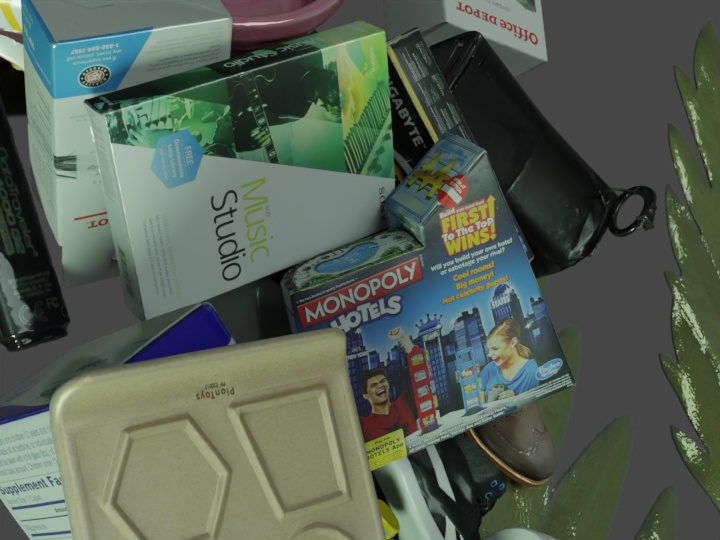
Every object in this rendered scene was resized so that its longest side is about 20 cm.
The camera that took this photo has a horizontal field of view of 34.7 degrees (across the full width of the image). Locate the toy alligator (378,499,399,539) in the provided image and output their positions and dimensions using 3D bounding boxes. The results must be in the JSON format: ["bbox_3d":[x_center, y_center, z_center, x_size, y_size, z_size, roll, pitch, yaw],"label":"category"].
[{"bbox_3d":[-0.034,0.166,0.861,0.200,0.059,0.054,44,12,-23],"label":"toy alligator"}]

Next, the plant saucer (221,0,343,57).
[{"bbox_3d":[-0.109,-0.223,0.864,0.200,0.051,0.201,9,43,-8],"label":"plant saucer"}]

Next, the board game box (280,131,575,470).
[{"bbox_3d":[0.041,0.018,0.794,0.199,0.062,0.200,-19,115,-19],"label":"board game box"}]

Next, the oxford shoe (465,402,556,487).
[{"bbox_3d":[0.125,0.103,1.008,0.071,0.073,0.200,-43,106,-42],"label":"oxford shoe"}]

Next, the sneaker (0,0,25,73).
[{"bbox_3d":[-0.232,-0.187,0.746,0.200,0.090,0.075,20,39,-28],"label":"sneaker"}]

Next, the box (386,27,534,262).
[{"bbox_3d":[0.024,-0.068,0.913,0.049,0.159,0.200,-35,101,-42],"label":"box"}]

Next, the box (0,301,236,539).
[{"bbox_3d":[-0.118,0.139,0.700,0.105,0.184,0.200,-41,105,-39],"label":"box"}]

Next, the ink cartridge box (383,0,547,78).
[{"bbox_3d":[0.096,-0.291,1.103,0.147,0.083,0.201,10,70,-41],"label":"ink cartridge box"}]

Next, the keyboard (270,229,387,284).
[{"bbox_3d":[0.000,0.000,0.855,0.200,0.040,0.104,44,73,-28],"label":"keyboard"}]

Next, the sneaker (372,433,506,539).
[{"bbox_3d":[0.083,0.214,0.913,0.112,0.073,0.201,-11,74,-36],"label":"sneaker"}]

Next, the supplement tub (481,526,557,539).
[{"bbox_3d":[0.180,0.305,0.953,0.200,0.132,0.132,31,57,-32],"label":"supplement tub"}]

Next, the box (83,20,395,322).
[{"bbox_3d":[-0.067,-0.066,0.741,0.200,0.036,0.145,-23,125,-28],"label":"box"}]

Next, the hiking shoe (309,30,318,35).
[{"bbox_3d":[-0.107,-0.166,0.898,0.087,0.074,0.200,56,39,2],"label":"hiking shoe"}]

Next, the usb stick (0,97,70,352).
[{"bbox_3d":[-0.241,-0.047,0.755,0.055,0.033,0.201,-16,87,-51],"label":"usb stick"}]

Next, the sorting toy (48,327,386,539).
[{"bbox_3d":[-0.065,0.140,0.604,0.185,0.036,0.201,-8,87,-41],"label":"sorting toy"}]

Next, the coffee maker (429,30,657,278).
[{"bbox_3d":[0.119,-0.101,0.986,0.200,0.192,0.135,44,38,-25],"label":"coffee maker"}]

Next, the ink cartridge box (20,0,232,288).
[{"bbox_3d":[-0.155,-0.091,0.760,0.116,0.200,0.068,-15,49,-26],"label":"ink cartridge box"}]

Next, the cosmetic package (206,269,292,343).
[{"bbox_3d":[-0.064,0.017,0.857,0.107,0.090,0.201,4,71,-45],"label":"cosmetic package"}]
